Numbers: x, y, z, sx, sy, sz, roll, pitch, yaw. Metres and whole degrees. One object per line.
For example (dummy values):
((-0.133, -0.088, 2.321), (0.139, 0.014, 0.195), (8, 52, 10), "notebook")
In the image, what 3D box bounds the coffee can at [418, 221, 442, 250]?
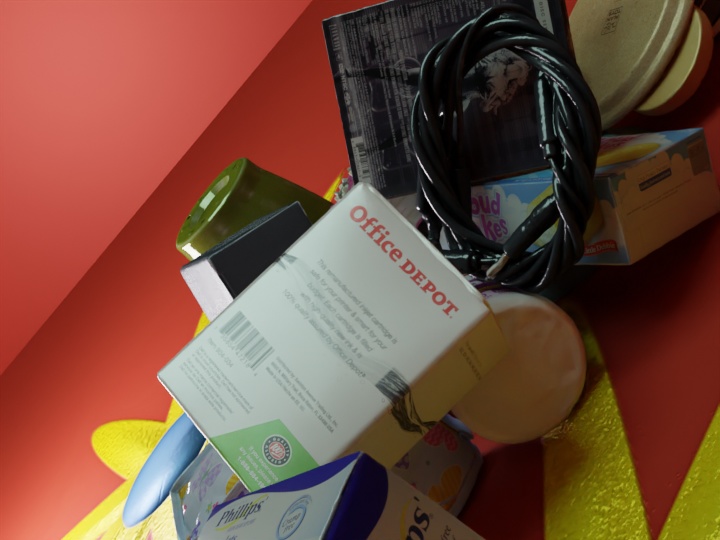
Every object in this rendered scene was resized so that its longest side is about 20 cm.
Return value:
((0.052, -0.032, 1.355), (0.146, 0.146, 0.201), (-43, 18, 25), "coffee can")

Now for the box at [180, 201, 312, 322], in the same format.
((-0.087, 0.029, 1.437), (0.106, 0.150, 0.200), (-32, 6, -14), "box")

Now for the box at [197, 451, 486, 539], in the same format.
((0.009, 0.219, 0.869), (0.183, 0.199, 0.106), (-29, 29, 52), "box")

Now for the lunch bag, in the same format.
((-0.023, 0.163, 1.122), (0.201, 0.169, 0.127), (-50, 22, 12), "lunch bag")

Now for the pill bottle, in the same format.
((0.092, 0.055, 1.133), (0.113, 0.112, 0.200), (-52, 18, -1), "pill bottle")

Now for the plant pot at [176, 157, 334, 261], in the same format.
((-0.101, -0.022, 1.656), (0.200, 0.192, 0.201), (-45, 18, 20), "plant pot")

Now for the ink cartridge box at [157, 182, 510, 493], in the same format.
((-0.017, 0.063, 0.999), (0.200, 0.084, 0.146), (-43, 61, -4), "ink cartridge box")

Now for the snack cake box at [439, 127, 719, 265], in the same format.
((0.160, -0.054, 1.105), (0.114, 0.068, 0.199), (-28, 16, -35), "snack cake box")

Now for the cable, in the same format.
((0.102, -0.087, 1.030), (0.162, 0.050, 0.203), (17, 106, 47), "cable")

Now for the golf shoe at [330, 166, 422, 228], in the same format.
((0.000, 0.000, 1.207), (0.202, 0.091, 0.075), (-61, 23, 12), "golf shoe")

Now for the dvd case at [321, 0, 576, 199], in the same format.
((0.071, -0.142, 1.101), (0.198, 0.151, 0.016), (-10, 2, 29), "dvd case")

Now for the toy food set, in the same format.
((0.239, -0.211, 1.266), (0.200, 0.048, 0.200), (-31, 42, 58), "toy food set")

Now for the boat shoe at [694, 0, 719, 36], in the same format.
((0.314, -0.276, 1.305), (0.072, 0.059, 0.201), (-19, 37, 59), "boat shoe")

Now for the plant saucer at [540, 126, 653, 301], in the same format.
((0.178, -0.054, 1.260), (0.200, 0.036, 0.201), (-46, 17, 19), "plant saucer")
